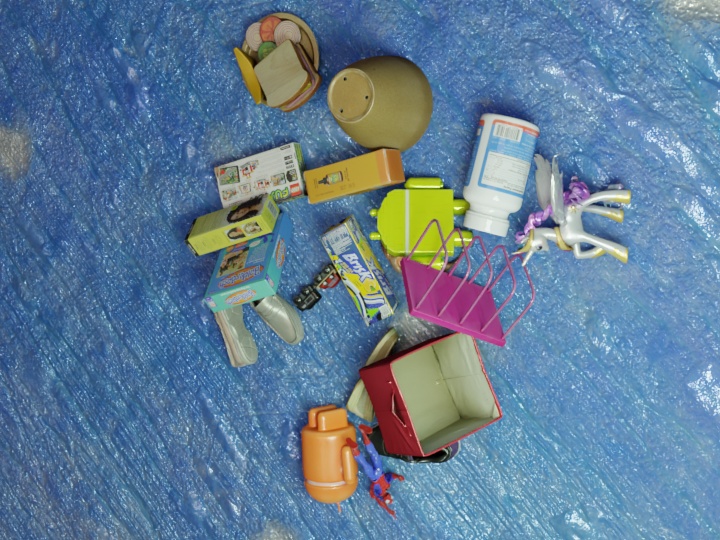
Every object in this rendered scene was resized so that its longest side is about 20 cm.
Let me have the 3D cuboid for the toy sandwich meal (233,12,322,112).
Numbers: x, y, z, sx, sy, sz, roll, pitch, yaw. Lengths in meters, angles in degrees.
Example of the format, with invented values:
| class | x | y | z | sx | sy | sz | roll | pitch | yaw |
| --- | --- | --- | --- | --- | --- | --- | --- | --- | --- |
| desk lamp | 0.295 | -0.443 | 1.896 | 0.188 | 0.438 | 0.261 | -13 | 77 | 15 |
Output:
| class | x | y | z | sx | sy | sz | roll | pitch | yaw |
| --- | --- | --- | --- | --- | --- | --- | --- | --- | --- |
| toy sandwich meal | -0.170 | -0.419 | 1.667 | 0.201 | 0.070 | 0.211 | 2 | 96 | 22 |

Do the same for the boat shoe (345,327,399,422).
| class | x | y | z | sx | sy | sz | roll | pitch | yaw |
| --- | --- | --- | --- | --- | --- | --- | --- | --- | --- |
| boat shoe | 0.037 | 0.207 | 1.645 | 0.062 | 0.073 | 0.204 | 29 | 108 | 10 |

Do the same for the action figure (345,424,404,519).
| class | x | y | z | sx | sy | sz | roll | pitch | yaw |
| --- | --- | --- | --- | --- | --- | --- | --- | --- | --- |
| action figure | 0.043 | 0.402 | 1.620 | 0.098 | 0.065 | 0.203 | 26 | 146 | 44 |

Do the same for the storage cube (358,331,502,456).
| class | x | y | z | sx | sy | sz | roll | pitch | yaw |
| --- | --- | --- | --- | --- | --- | --- | --- | --- | --- |
| storage cube | 0.121 | 0.224 | 1.514 | 0.197 | 0.179 | 0.174 | -20 | 87 | -21 |

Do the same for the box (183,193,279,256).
| class | x | y | z | sx | sy | sz | roll | pitch | yaw |
| --- | --- | --- | --- | --- | --- | --- | --- | --- | --- |
| box | -0.266 | -0.093 | 1.709 | 0.196 | 0.076 | 0.050 | -17 | 126 | 24 |

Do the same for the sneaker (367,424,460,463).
| class | x | y | z | sx | sy | sz | roll | pitch | yaw |
| --- | --- | --- | --- | --- | --- | --- | --- | --- | --- |
| sneaker | 0.091 | 0.339 | 1.623 | 0.196 | 0.087 | 0.078 | -3 | 94 | 23 |

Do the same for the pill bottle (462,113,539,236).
| class | x | y | z | sx | sy | sz | roll | pitch | yaw |
| --- | --- | --- | --- | --- | --- | --- | --- | --- | --- |
| pill bottle | 0.246 | -0.170 | 1.488 | 0.110 | 0.112 | 0.205 | 16 | 97 | 20 |

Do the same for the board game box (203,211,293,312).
| class | x | y | z | sx | sy | sz | roll | pitch | yaw |
| --- | --- | --- | --- | --- | --- | --- | --- | --- | --- |
| board game box | -0.224 | -0.019 | 1.672 | 0.149 | 0.202 | 0.045 | -16 | 129 | 24 |

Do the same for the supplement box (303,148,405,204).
| class | x | y | z | sx | sy | sz | roll | pitch | yaw |
| --- | --- | --- | --- | --- | --- | --- | --- | --- | --- |
| supplement box | -0.014 | -0.182 | 1.613 | 0.196 | 0.068 | 0.068 | -11 | 91 | 31 |

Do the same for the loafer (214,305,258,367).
| class | x | y | z | sx | sy | sz | roll | pitch | yaw |
| --- | --- | --- | --- | --- | --- | --- | --- | --- | --- |
| loafer | -0.284 | 0.111 | 1.772 | 0.062 | 0.072 | 0.204 | -21 | 90 | 30 |

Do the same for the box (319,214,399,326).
| class | x | y | z | sx | sy | sz | roll | pitch | yaw |
| --- | --- | --- | --- | --- | --- | --- | --- | --- | --- |
| box | 0.000 | 0.000 | 1.614 | 0.063 | 0.070 | 0.203 | -24 | 100 | 20 |

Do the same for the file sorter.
| class | x | y | z | sx | sy | sz | roll | pitch | yaw |
| --- | --- | --- | --- | --- | --- | --- | --- | --- | --- |
| file sorter | 0.190 | 0.016 | 1.459 | 0.197 | 0.140 | 0.126 | 19 | 125 | -21 |

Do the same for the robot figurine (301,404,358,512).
| class | x | y | z | sx | sy | sz | roll | pitch | yaw |
| --- | --- | --- | --- | --- | --- | --- | --- | --- | --- |
| robot figurine | -0.062 | 0.379 | 1.679 | 0.141 | 0.116 | 0.205 | -2 | 94 | 20 |

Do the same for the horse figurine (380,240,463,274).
| class | x | y | z | sx | sy | sz | roll | pitch | yaw |
| --- | --- | --- | --- | --- | --- | --- | --- | --- | --- |
| horse figurine | 0.112 | -0.024 | 1.601 | 0.198 | 0.050 | 0.134 | 32 | 100 | 14 |

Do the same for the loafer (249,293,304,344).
| class | x | y | z | sx | sy | sz | roll | pitch | yaw |
| --- | --- | --- | --- | --- | --- | --- | --- | --- | --- |
| loafer | -0.193 | 0.074 | 1.726 | 0.070 | 0.070 | 0.201 | -45 | 78 | 22 |

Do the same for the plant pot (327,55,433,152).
| class | x | y | z | sx | sy | sz | roll | pitch | yaw |
| --- | --- | --- | --- | --- | --- | --- | --- | --- | --- |
| plant pot | 0.017 | -0.313 | 1.531 | 0.182 | 0.199 | 0.191 | 3 | 96 | 23 |

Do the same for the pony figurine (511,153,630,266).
| class | x | y | z | sx | sy | sz | roll | pitch | yaw |
| --- | --- | --- | --- | --- | --- | --- | --- | --- | --- |
| pony figurine | 0.364 | -0.104 | 1.444 | 0.195 | 0.167 | 0.198 | 1 | 97 | 4 |

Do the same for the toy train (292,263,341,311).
| class | x | y | z | sx | sy | sz | roll | pitch | yaw |
| --- | --- | --- | --- | --- | --- | --- | --- | --- | --- |
| toy train | -0.063 | 0.013 | 1.686 | 0.046 | 0.034 | 0.200 | 47 | 111 | 8 |

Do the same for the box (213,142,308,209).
| class | x | y | z | sx | sy | sz | roll | pitch | yaw |
| --- | --- | --- | --- | --- | --- | --- | --- | --- | --- |
| box | -0.206 | -0.186 | 1.725 | 0.196 | 0.035 | 0.113 | -13 | 90 | 23 |

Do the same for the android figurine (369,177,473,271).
| class | x | y | z | sx | sy | sz | roll | pitch | yaw |
| --- | --- | --- | --- | --- | --- | --- | --- | --- | --- |
| android figurine | 0.114 | -0.088 | 1.560 | 0.195 | 0.041 | 0.187 | -2 | 75 | 4 |
